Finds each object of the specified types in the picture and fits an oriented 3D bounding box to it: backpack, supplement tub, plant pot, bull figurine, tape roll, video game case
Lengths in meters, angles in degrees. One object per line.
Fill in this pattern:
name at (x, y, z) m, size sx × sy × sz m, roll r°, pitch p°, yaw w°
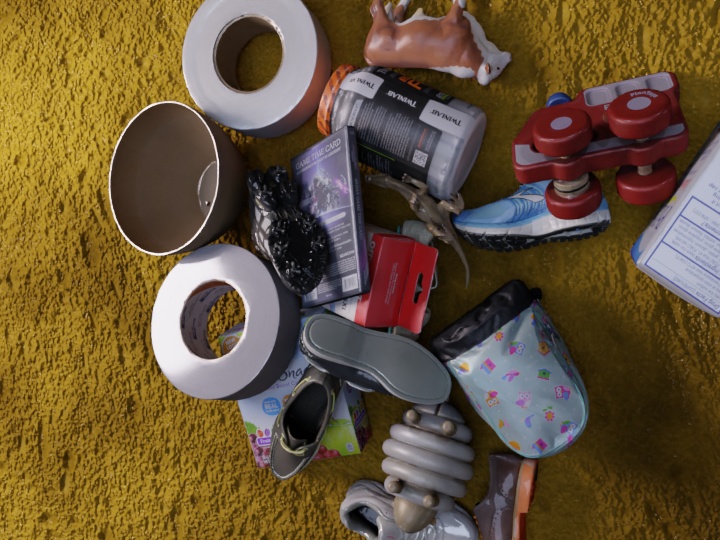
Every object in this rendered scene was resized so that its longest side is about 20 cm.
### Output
backpack at (0.194, 0.134, 0.942) m, size 0.166 × 0.126 × 0.202 m, roll -35°, pitch 86°, yaw 15°
supplement tub at (0.051, -0.183, 0.965) m, size 0.197 × 0.122 × 0.124 m, roll 26°, pitch 103°, yaw 14°
plant pot at (-0.233, -0.120, 1.054) m, size 0.197 × 0.134 × 0.205 m, roll -1°, pitch 88°, yaw 28°
bull figurine at (0.098, -0.306, 0.970) m, size 0.196 × 0.065 × 0.124 m, roll 7°, pitch 93°, yaw 16°
tape roll at (-0.141, -0.290, 1.038) m, size 0.198 × 0.071 × 0.207 m, roll 0°, pitch 89°, yaw 15°
video game case at (-0.041, -0.062, 0.953) m, size 0.142 × 0.019 × 0.205 m, roll -17°, pitch 75°, yaw 55°
tape roll at (-0.180, 0.070, 1.006) m, size 0.196 × 0.066 × 0.205 m, roll -4°, pitch 78°, yaw 21°

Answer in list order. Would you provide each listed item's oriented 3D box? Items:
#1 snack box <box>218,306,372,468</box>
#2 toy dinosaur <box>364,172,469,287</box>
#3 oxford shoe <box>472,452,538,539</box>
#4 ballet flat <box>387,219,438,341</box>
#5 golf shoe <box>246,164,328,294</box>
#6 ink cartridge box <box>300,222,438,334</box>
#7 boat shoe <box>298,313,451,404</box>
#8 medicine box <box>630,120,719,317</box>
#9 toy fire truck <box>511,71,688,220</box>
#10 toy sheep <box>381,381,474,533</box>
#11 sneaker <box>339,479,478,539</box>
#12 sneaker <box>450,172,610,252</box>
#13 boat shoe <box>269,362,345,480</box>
snack box at (-0.091, 0.163, 1.061) m, size 0.166 × 0.068 × 0.204 m, roll -13°, pitch 98°, yaw 20°
toy dinosaur at (0.096, -0.065, 0.939) m, size 0.200 × 0.101 × 0.058 m, roll 45°, pitch 83°, yaw -10°
oxford shoe at (0.183, 0.341, 0.998) m, size 0.072 × 0.071 × 0.204 m, roll 11°, pitch 88°, yaw 20°
ballet flat at (0.071, 0.035, 1.009) m, size 0.061 × 0.067 × 0.205 m, roll 6°, pitch 97°, yaw 8°
golf shoe at (-0.096, -0.039, 0.969) m, size 0.095 × 0.076 × 0.202 m, roll 109°, pitch 148°, yaw -48°
ink cartridge box at (0.000, 0.000, 0.986) m, size 0.198 × 0.066 × 0.119 m, roll 21°, pitch 103°, yaw 44°
boat shoe at (0.017, 0.114, 0.938) m, size 0.197 × 0.060 × 0.076 m, roll 28°, pitch 63°, yaw -3°
medicine box at (0.396, -0.068, 0.824) m, size 0.102 × 0.182 × 0.202 m, roll 35°, pitch 104°, yaw 12°
toy fire truck at (0.277, -0.161, 0.879) m, size 0.196 × 0.170 × 0.113 m, roll -10°, pitch 129°, yaw 18°
toy sheep at (0.089, 0.240, 0.983) m, size 0.135 × 0.138 × 0.203 m, roll 18°, pitch 79°, yaw 16°
sneaker at (0.059, 0.350, 1.021) m, size 0.196 × 0.099 × 0.080 m, roll 7°, pitch 97°, yaw 18°
sneaker at (0.212, -0.080, 0.958) m, size 0.196 × 0.078 × 0.092 m, roll -7°, pitch 74°, yaw 16°
boat shoe at (-0.079, 0.203, 0.994) m, size 0.071 × 0.060 × 0.204 m, roll 27°, pitch 115°, yaw 5°
